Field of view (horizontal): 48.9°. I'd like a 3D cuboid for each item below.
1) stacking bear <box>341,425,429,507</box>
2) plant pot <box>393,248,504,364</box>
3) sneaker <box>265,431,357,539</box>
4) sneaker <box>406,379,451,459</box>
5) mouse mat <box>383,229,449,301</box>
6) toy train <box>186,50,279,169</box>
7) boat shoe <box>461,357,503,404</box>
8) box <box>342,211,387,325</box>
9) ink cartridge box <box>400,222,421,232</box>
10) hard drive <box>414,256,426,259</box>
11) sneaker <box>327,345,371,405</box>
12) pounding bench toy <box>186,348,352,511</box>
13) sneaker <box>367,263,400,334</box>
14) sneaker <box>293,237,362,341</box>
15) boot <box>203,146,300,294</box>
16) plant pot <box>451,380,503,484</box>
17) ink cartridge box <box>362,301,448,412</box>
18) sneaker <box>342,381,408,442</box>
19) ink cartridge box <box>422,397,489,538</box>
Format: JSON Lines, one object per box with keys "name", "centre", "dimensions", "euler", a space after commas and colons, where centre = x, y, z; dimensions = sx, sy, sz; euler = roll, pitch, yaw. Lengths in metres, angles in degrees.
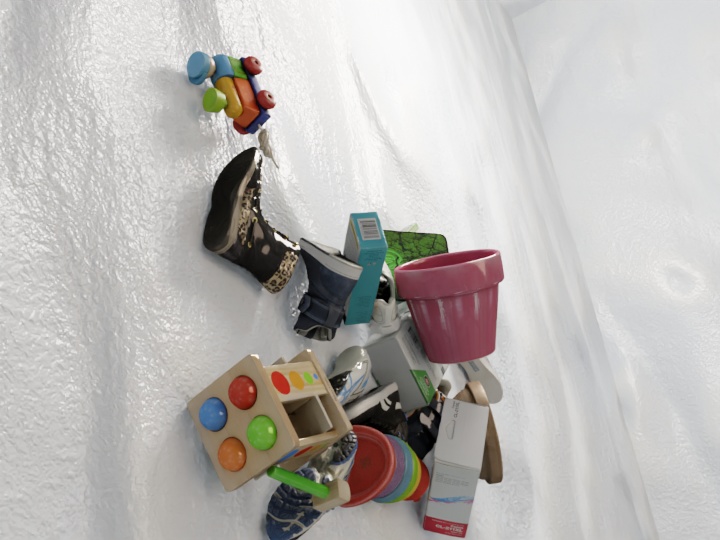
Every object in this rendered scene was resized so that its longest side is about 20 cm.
{"name": "stacking bear", "centre": [0.048, 0.328, 1.287], "dimensions": [0.200, 0.113, 0.123], "euler": [37, 40, -54]}
{"name": "plant pot", "centre": [0.171, 0.067, 1.448], "dimensions": [0.200, 0.198, 0.181], "euler": [-23, 105, -64]}
{"name": "sneaker", "centre": [-0.061, 0.316, 1.113], "dimensions": [0.200, 0.076, 0.086], "euler": [-46, 145, -44]}
{"name": "sneaker", "centre": [0.127, 0.277, 1.502], "dimensions": [0.079, 0.079, 0.201], "euler": [55, 31, -27]}
{"name": "mouse mat", "centre": [0.087, -0.010, 1.564], "dimensions": [0.197, 0.008, 0.163], "euler": [2, 60, -13]}
{"name": "toy train", "centre": [-0.197, -0.254, 1.246], "dimensions": [0.115, 0.084, 0.202], "euler": [5, 57, -49]}
{"name": "boat shoe", "centre": [0.271, 0.220, 1.840], "dimensions": [0.201, 0.072, 0.069], "euler": [51, 30, -15]}
{"name": "box", "centre": [0.000, 0.000, 1.344], "dimensions": [0.201, 0.048, 0.083], "euler": [102, -21, -49]}
{"name": "ink cartridge box", "centre": [0.127, 0.011, 1.730], "dimensions": [0.202, 0.048, 0.146], "euler": [63, 27, -9]}
{"name": "hard drive", "centre": [0.145, 0.060, 1.672], "dimensions": [0.139, 0.032, 0.203], "euler": [-27, 116, -64]}
{"name": "sneaker", "centre": [-0.029, 0.192, 1.276], "dimensions": [0.200, 0.071, 0.073], "euler": [-45, 118, -59]}
{"name": "pounding bench toy", "centre": [-0.102, 0.220, 1.000], "dimensions": [0.155, 0.124, 0.201], "euler": [4, 52, -61]}
{"name": "sneaker", "centre": [0.031, 0.019, 1.459], "dimensions": [0.082, 0.074, 0.201], "euler": [87, -12, -47]}
{"name": "sneaker", "centre": [-0.074, 0.032, 1.304], "dimensions": [0.076, 0.148, 0.202], "euler": [16, 10, -24]}
{"name": "boot", "centre": [-0.157, -0.076, 1.218], "dimensions": [0.151, 0.073, 0.202], "euler": [44, 39, -38]}
{"name": "plant pot", "centre": [0.212, 0.328, 1.569], "dimensions": [0.201, 0.091, 0.204], "euler": [168, -90, -88]}
{"name": "ink cartridge box", "centre": [0.095, 0.157, 1.518], "dimensions": [0.148, 0.082, 0.200], "euler": [63, 27, -10]}
{"name": "sneaker", "centre": [0.033, 0.261, 1.335], "dimensions": [0.200, 0.072, 0.113], "euler": [-12, 81, -65]}
{"name": "ink cartridge box", "centre": [0.169, 0.351, 1.405], "dimensions": [0.146, 0.082, 0.202], "euler": [-70, 168, -48]}
